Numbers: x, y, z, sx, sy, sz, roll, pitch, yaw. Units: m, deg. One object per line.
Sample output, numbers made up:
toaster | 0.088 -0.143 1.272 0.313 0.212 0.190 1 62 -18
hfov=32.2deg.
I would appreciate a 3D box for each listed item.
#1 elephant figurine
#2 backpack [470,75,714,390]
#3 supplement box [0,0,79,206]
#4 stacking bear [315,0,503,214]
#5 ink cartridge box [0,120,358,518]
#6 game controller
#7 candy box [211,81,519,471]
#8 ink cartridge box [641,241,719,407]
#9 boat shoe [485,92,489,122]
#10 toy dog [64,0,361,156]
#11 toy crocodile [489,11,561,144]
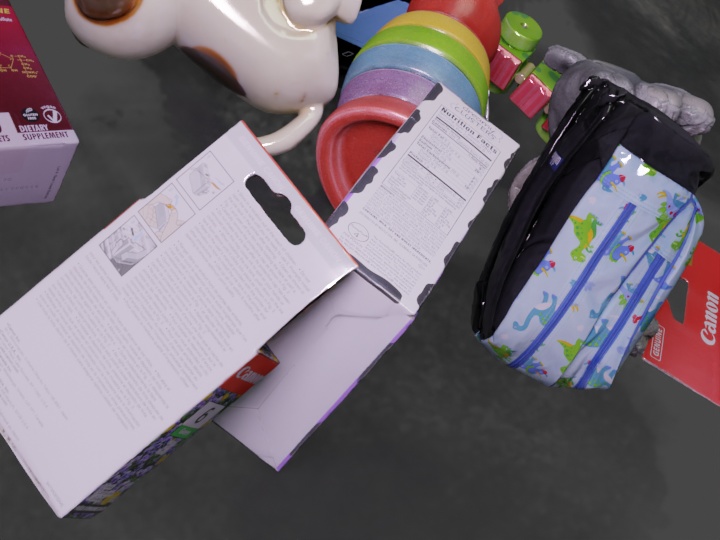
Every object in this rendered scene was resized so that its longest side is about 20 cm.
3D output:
elephant figurine | 0.191 -0.060 1.010 0.140 0.201 0.155 17 17 0
backpack | 0.157 -0.015 0.877 0.154 0.200 0.163 40 8 -14
supplement box | -0.268 -0.133 0.785 0.108 0.061 0.201 -9 58 -40
stacking bear | 0.050 -0.141 0.927 0.114 0.121 0.201 57 42 -35
ink cartridge box | -0.104 0.027 0.662 0.109 0.200 0.050 51 1 16
game controller | 0.021 -0.197 1.039 0.104 0.042 0.200 21 35 34
candy box | 0.000 0.000 0.770 0.071 0.168 0.200 37 40 -2
ink cartridge box | 0.330 0.047 1.058 0.176 0.045 0.201 33 41 -7
boat shoe | 0.078 -0.124 1.015 0.072 0.069 0.201 25 42 -13
toy dog | -0.112 -0.189 0.894 0.198 0.196 0.139 10 3 -16
toy crocodile | 0.154 -0.166 1.110 0.200 0.068 0.062 41 41 4
